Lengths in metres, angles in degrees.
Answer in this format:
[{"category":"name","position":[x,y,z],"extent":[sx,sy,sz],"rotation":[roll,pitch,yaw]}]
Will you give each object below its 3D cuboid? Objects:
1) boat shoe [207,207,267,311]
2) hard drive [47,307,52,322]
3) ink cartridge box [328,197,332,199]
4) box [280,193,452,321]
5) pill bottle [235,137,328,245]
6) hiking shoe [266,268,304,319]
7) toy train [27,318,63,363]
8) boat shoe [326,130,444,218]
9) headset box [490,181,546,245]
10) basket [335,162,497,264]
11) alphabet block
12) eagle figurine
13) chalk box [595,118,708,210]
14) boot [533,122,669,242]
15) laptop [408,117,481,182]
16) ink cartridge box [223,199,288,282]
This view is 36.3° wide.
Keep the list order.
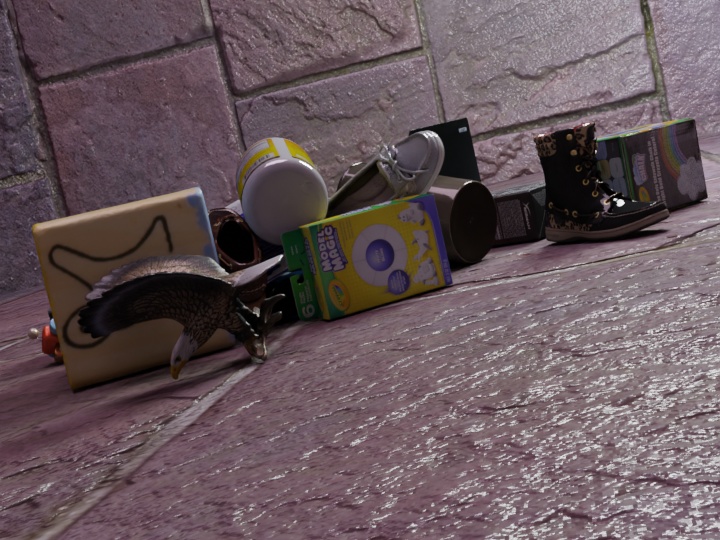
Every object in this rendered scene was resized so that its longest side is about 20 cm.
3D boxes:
[{"category":"boat shoe","position":[-0.155,-0.032,1.360],"extent":[0.069,0.071,0.201],"rotation":[-14,35,-15]},{"category":"hard drive","position":[-0.335,0.034,1.591],"extent":[0.197,0.033,0.140],"rotation":[-13,10,9]},{"category":"ink cartridge box","position":[-0.078,-0.034,1.652],"extent":[0.196,0.047,0.200],"rotation":[-19,-20,-50]},{"category":"box","position":[0.007,-0.015,1.338],"extent":[0.197,0.119,0.048],"rotation":[-16,6,-18]},{"category":"pill bottle","position":[-0.106,-0.108,1.419],"extent":[0.107,0.111,0.200],"rotation":[-13,18,-5]},{"category":"hiking shoe","position":[-0.040,0.019,1.400],"extent":[0.197,0.075,0.087],"rotation":[-24,11,2]},{"category":"toy train","position":[-0.363,0.068,1.478],"extent":[0.148,0.056,0.201],"rotation":[4,-39,-23]},{"category":"boat shoe","position":[0.022,-0.105,1.400],"extent":[0.201,0.075,0.064],"rotation":[-36,-23,23]},{"category":"headset box","position":[0.220,-0.086,1.717],"extent":[0.198,0.076,0.148],"rotation":[-9,7,38]},{"category":"basket","position":[0.087,-0.072,1.582],"extent":[0.198,0.181,0.137],"rotation":[6,50,43]},{"category":"alphabet block","position":[-0.277,0.016,1.329],"extent":[0.197,0.199,0.196],"rotation":[-13,4,-15]},{"category":"eagle figurine","position":[-0.186,0.037,1.151],"extent":[0.152,0.198,0.152],"rotation":[-54,15,48]},{"category":"chalk box","position":[0.390,-0.140,1.613],"extent":[0.197,0.127,0.123],"rotation":[-15,7,-28]},{"category":"boot","position":[0.312,-0.120,1.461],"extent":[0.072,0.153,0.199],"rotation":[-16,7,-32]},{"category":"laptop","position":[0.109,-0.130,1.789],"extent":[0.176,0.103,0.201],"rotation":[-20,-28,-50]},{"category":"ink cartridge box","position":[-0.153,-0.022,1.435],"extent":[0.094,0.037,0.200],"rotation":[-31,37,-16]}]
